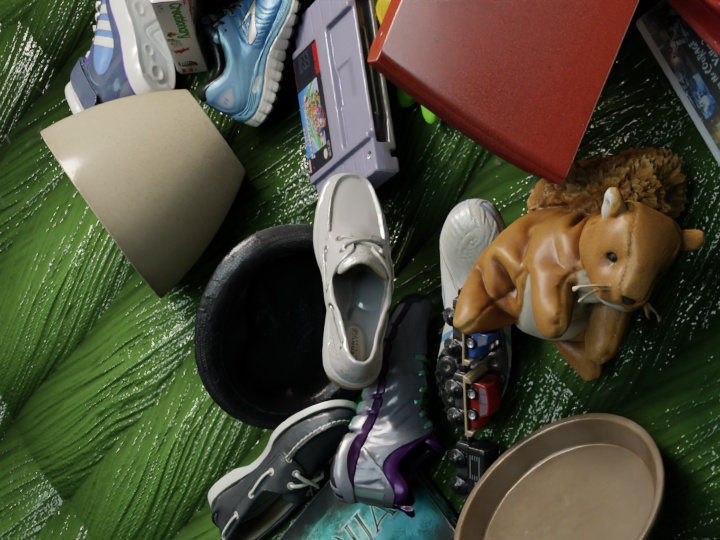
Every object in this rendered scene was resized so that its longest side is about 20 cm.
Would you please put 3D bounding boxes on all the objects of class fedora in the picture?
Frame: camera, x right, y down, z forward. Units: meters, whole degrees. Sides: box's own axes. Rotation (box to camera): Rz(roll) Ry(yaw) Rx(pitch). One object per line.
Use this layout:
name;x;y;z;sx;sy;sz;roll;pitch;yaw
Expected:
fedora;-0.071;0.043;1.730;0.202;0.199;0.092;-61;20;12

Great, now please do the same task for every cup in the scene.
cup;-0.198;-0.095;1.819;0.143;0.201;0.201;-35;60;-3

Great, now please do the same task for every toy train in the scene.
toy train;0.099;0.109;1.598;0.046;0.034;0.202;13;117;34

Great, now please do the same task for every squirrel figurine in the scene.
squirrel figurine;0.195;-0.028;1.511;0.187;0.141;0.201;-40;26;59

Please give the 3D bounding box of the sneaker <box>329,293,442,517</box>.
sneaker;0.046;0.122;1.654;0.087;0.074;0.201;14;74;20

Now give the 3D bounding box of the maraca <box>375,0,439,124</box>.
maraca;0.066;-0.236;1.686;0.137;0.106;0.202;39;128;49

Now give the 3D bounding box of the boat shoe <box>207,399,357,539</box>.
boat shoe;-0.066;0.193;1.727;0.200;0.075;0.061;-46;47;35

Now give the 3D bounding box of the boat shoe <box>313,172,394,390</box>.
boat shoe;0.000;0.000;1.626;0.069;0.070;0.202;120;148;-67

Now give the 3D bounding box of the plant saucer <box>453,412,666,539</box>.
plant saucer;0.167;0.205;1.528;0.199;0.030;0.201;-26;36;21

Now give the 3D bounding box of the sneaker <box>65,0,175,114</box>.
sneaker;-0.267;-0.235;1.943;0.146;0.080;0.202;-27;62;36

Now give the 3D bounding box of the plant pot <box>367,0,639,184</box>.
plant pot;0.112;-0.202;1.539;0.175;0.200;0.201;22;94;-5

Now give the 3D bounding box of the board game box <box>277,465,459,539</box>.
board game box;-0.003;0.259;1.697;0.200;0.028;0.135;-50;58;18

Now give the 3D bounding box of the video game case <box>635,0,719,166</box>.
video game case;0.343;-0.182;1.521;0.181;0.023;0.201;-38;63;25

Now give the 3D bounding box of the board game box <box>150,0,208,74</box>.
board game box;-0.181;-0.287;1.824;0.034;0.200;0.127;-6;77;1

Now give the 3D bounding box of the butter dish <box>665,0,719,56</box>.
butter dish;0.299;-0.289;1.464;0.200;0.147;0.200;-48;58;19

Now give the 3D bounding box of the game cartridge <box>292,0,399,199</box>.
game cartridge;-0.018;-0.165;1.745;0.129;0.038;0.202;-31;63;54

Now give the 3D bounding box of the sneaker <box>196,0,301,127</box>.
sneaker;-0.111;-0.246;1.807;0.078;0.089;0.202;-170;93;-77

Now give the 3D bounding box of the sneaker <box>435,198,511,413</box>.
sneaker;0.105;0.037;1.640;0.071;0.072;0.202;4;98;20
